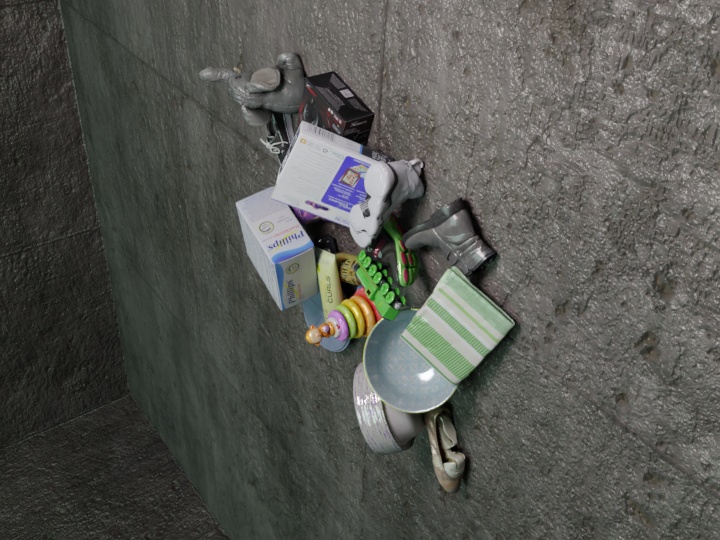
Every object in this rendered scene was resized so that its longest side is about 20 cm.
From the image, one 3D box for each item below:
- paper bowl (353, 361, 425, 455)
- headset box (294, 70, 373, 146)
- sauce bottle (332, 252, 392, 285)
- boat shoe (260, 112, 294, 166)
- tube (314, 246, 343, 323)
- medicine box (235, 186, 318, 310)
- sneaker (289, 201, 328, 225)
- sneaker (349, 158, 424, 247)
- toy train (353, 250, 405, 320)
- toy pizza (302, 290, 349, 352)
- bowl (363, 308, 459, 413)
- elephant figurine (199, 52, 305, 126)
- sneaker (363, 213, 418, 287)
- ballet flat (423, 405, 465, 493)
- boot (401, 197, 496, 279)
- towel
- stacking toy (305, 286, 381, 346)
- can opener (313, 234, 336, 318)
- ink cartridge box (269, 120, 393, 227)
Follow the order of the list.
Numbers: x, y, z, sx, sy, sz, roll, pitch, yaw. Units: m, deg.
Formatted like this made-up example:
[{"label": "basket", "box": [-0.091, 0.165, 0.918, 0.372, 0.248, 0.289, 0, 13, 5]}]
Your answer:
[{"label": "paper bowl", "box": [0.070, 0.280, 1.659, 0.103, 0.201, 0.203, -14, 98, 20]}, {"label": "headset box", "box": [-0.061, -0.278, 1.619, 0.149, 0.077, 0.201, 51, 144, 27]}, {"label": "sauce bottle", "box": [0.000, 0.000, 1.704, 0.199, 0.064, 0.066, 10, 117, 55]}, {"label": "boat shoe", "box": [-0.190, -0.303, 1.819, 0.073, 0.068, 0.202, 27, 131, 49]}, {"label": "tube", "box": [-0.067, 0.045, 1.744, 0.057, 0.052, 0.202, -2, 117, 12]}, {"label": "medicine box", "box": [-0.185, -0.049, 1.771, 0.201, 0.102, 0.183, 54, 161, 30]}, {"label": "sneaker", "box": [-0.110, -0.139, 1.773, 0.199, 0.088, 0.082, -9, 100, 58]}, {"label": "sneaker", "box": [0.053, -0.128, 1.483, 0.075, 0.114, 0.201, 51, 142, 27]}, {"label": "toy train", "box": [0.032, 0.028, 1.559, 0.057, 0.041, 0.200, -56, 34, 16]}, {"label": "toy pizza", "box": [-0.075, 0.097, 1.910, 0.199, 0.031, 0.203, 24, 122, 46]}, {"label": "bowl", "box": [0.112, 0.174, 1.564, 0.202, 0.198, 0.108, 64, -167, 8]}, {"label": "elephant figurine", "box": [-0.215, -0.380, 1.681, 0.154, 0.198, 0.143, 15, 120, 54]}, {"label": "sneaker", "box": [0.052, -0.041, 1.548, 0.084, 0.076, 0.201, -39, 53, 21]}, {"label": "ballet flat", "box": [0.181, 0.373, 1.640, 0.067, 0.068, 0.202, -10, 100, 56]}, {"label": "boot", "box": [0.155, -0.037, 1.432, 0.133, 0.069, 0.200, 60, 155, 3]}, {"label": "towel", "box": [0.171, 0.107, 1.437, 0.152, 0.023, 0.201, 43, 129, 12]}, {"label": "stacking toy", "box": [-0.032, 0.109, 1.687, 0.109, 0.198, 0.118, -7, 102, 59]}, {"label": "can opener", "box": [-0.070, 0.017, 1.815, 0.079, 0.063, 0.203, -3, -98, -80]}, {"label": "ink cartridge box", "box": [-0.060, -0.184, 1.567, 0.200, 0.196, 0.044, 126, 158, -48]}]
